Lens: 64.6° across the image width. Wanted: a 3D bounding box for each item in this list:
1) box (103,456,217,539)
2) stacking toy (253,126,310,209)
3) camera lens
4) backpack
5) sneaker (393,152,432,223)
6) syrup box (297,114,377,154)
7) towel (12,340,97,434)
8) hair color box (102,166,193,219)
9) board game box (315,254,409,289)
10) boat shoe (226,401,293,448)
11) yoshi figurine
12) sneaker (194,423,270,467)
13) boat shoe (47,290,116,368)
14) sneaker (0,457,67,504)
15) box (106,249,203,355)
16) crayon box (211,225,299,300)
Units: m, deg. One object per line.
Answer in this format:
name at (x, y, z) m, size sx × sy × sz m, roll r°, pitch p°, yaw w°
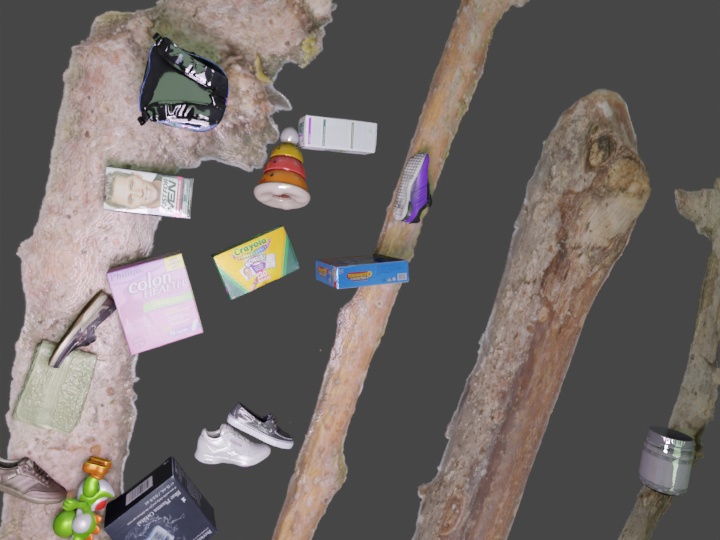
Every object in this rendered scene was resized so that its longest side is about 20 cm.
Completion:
box at (-0.497, 0.623, 1.428) m, size 0.195 × 0.117 × 0.202 m, roll -35°, pitch 108°, yaw -13°
stacking toy at (-0.192, -0.270, 1.452) m, size 0.143 × 0.146 × 0.205 m, roll 9°, pitch 74°, yaw -21°
camera lens at (1.077, 0.674, 2.008) m, size 0.157 × 0.160 × 0.205 m, roll 6°, pitch 94°, yaw -21°
backpack at (-0.402, -0.411, 1.323) m, size 0.187 × 0.154 × 0.204 m, roll 14°, pitch 97°, yaw -13°
sneaker at (0.165, -0.227, 1.609) m, size 0.098 × 0.069 × 0.204 m, roll 17°, pitch 94°, yaw -28°
syrup box at (-0.062, -0.355, 1.496) m, size 0.196 × 0.079 × 0.083 m, roll 2°, pitch 96°, yaw -21°
towel at (-0.717, 0.278, 1.346) m, size 0.146 × 0.036 × 0.204 m, roll 20°, pitch 89°, yaw -23°
hair color box at (-0.504, -0.183, 1.359) m, size 0.196 × 0.060 × 0.102 m, roll 4°, pitch 94°, yaw -20°
board game box at (0.000, 0.000, 1.500) m, size 0.196 × 0.195 × 0.057 m, roll -5°, pitch 98°, yaw -20°
boat shoe at (-0.258, 0.411, 1.524) m, size 0.198 × 0.070 × 0.067 m, roll 30°, pitch 87°, yaw -14°
yoshi figurine at (-0.669, 0.552, 1.353) m, size 0.112 × 0.110 × 0.204 m, roll 24°, pitch 76°, yaw -50°
sneaker at (-0.329, 0.457, 1.493) m, size 0.196 × 0.075 × 0.102 m, roll 9°, pitch 95°, yaw -21°
boat shoe at (-0.644, 0.145, 1.328) m, size 0.065 × 0.071 × 0.202 m, roll 40°, pitch 64°, yaw -25°
sneaker at (-0.778, 0.483, 1.329) m, size 0.197 × 0.070 × 0.077 m, roll 27°, pitch 86°, yaw -22°
box at (-0.492, 0.073, 1.375) m, size 0.173 × 0.096 × 0.204 m, roll -16°, pitch 101°, yaw -18°
crayon box at (-0.270, -0.023, 1.468) m, size 0.197 × 0.058 × 0.121 m, roll -25°, pitch 105°, yaw -16°
